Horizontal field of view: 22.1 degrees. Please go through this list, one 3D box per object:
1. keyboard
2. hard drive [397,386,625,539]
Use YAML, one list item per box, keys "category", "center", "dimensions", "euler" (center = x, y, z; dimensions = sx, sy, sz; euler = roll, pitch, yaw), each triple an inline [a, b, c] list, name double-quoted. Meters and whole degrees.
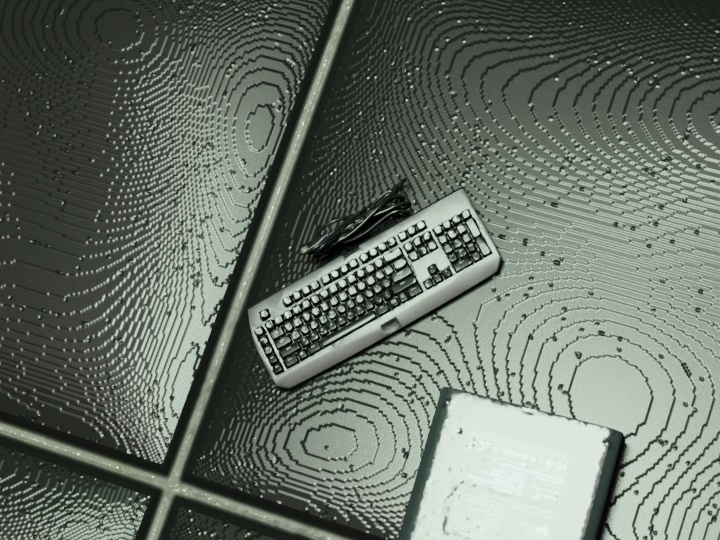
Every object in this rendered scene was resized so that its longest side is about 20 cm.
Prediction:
- category: "keyboard"
  center: [0.000, 0.000, 1.402]
  dimensions: [0.199, 0.040, 0.105]
  euler: [-30, 69, 2]
- category: "hard drive"
  center: [0.097, 0.197, 1.320]
  dimensions: [0.138, 0.033, 0.202]
  euler: [13, 76, 17]
